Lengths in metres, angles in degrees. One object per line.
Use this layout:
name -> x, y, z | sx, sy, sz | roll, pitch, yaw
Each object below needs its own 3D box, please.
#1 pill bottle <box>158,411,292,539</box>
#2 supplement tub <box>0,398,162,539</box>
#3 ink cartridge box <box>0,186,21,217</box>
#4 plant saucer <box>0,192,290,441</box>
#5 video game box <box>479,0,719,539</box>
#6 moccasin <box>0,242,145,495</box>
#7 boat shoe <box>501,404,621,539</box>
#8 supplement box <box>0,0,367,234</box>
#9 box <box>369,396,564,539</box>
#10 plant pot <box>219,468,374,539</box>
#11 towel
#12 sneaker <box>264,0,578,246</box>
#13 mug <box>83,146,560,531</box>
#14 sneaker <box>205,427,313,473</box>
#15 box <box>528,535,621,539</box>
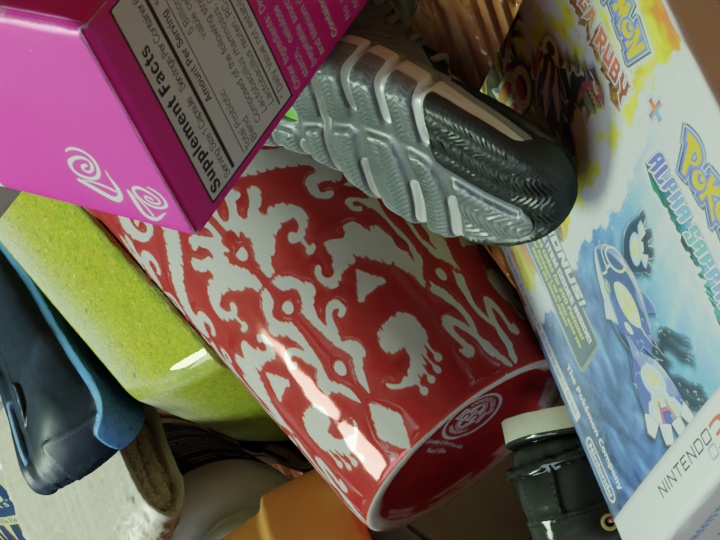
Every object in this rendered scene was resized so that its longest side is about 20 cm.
pill bottle -> -0.084, 0.147, 1.075 | 0.111, 0.111, 0.200 | 49, 165, -24
supplement tub -> -0.184, 0.106, 1.272 | 0.144, 0.145, 0.200 | 0, 137, 47
ink cartridge box -> -0.161, -0.127, 0.823 | 0.145, 0.201, 0.084 | 17, 148, 32
plant saucer -> -0.110, 0.009, 0.998 | 0.200, 0.048, 0.200 | 47, -176, 22
video game box -> 0.108, -0.017, 0.727 | 0.183, 0.046, 0.201 | 116, 138, -55
moccasin -> -0.174, 0.030, 0.988 | 0.080, 0.068, 0.200 | 41, -172, -38
boat shoe -> 0.142, 0.088, 0.859 | 0.200, 0.064, 0.073 | 0, 164, -41
supplement box -> -0.060, -0.125, 0.715 | 0.101, 0.200, 0.104 | 15, 146, 34
box -> 0.061, 0.139, 1.069 | 0.109, 0.128, 0.200 | 34, 152, 5
plant pot -> -0.037, 0.201, 0.896 | 0.200, 0.139, 0.201 | 159, 90, -89
towel -> -0.142, 0.103, 1.040 | 0.200, 0.034, 0.133 | 61, 138, 46
sneaker -> 0.016, -0.090, 0.774 | 0.199, 0.116, 0.075 | 24, 147, 28
mug -> 0.002, -0.007, 0.869 | 0.200, 0.177, 0.134 | 51, 137, 22
sneaker -> -0.043, 0.066, 1.125 | 0.079, 0.079, 0.200 | 40, 154, -21
box -> 0.144, 0.148, 0.914 | 0.144, 0.200, 0.036 | 24, 150, 22
